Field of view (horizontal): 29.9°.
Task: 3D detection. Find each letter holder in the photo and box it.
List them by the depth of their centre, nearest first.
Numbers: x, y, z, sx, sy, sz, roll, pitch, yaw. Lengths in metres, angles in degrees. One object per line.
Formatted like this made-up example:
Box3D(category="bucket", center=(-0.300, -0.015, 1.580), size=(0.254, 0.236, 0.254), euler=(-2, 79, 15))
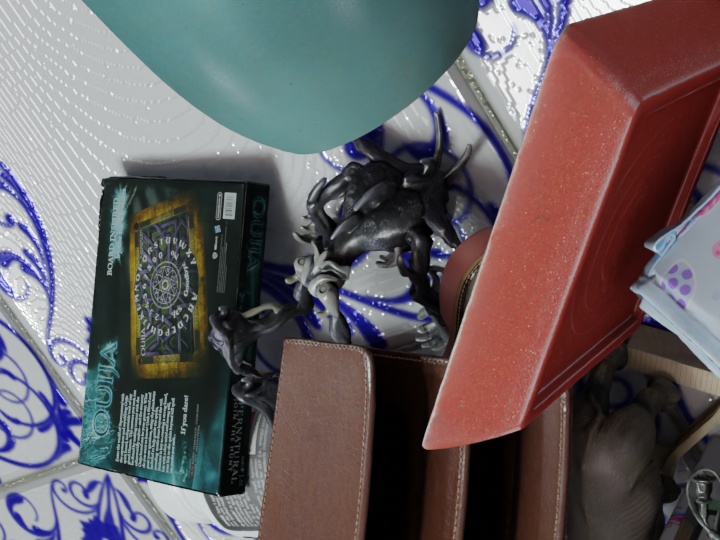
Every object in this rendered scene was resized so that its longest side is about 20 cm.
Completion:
Box3D(category="letter holder", center=(0.025, 0.144, 0.706), size=(0.142, 0.100, 0.202), euler=(3, 84, 53))

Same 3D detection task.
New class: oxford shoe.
Box3D(category="oxford shoe", center=(0.088, 0.067, 0.794), size=(0.075, 0.070, 0.201), euler=(51, 163, 38))

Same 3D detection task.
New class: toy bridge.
Box3D(category="toy bridge", center=(0.188, 0.053, 0.781), size=(0.067, 0.027, 0.201), euler=(15, 129, 23))

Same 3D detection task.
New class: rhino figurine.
Box3D(category="rhino figurine", center=(0.151, 0.146, 0.791), size=(0.059, 0.088, 0.201), euler=(8, 126, 28))

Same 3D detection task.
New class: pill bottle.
Box3D(category="pill bottle", center=(-0.045, 0.125, 0.921), size=(0.199, 0.116, 0.117), euler=(-6, 117, 35))

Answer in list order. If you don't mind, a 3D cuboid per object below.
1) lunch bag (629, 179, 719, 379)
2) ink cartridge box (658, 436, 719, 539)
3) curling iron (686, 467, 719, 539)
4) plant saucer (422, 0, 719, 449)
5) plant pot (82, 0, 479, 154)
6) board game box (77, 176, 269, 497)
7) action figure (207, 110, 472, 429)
Box3D(category="lunch bag", center=(0.244, 0.017, 0.609), size=(0.170, 0.127, 0.200), euler=(-44, 90, 4))
Box3D(category="ink cartridge box", center=(0.229, 0.194, 0.736), size=(0.144, 0.200, 0.085), euler=(14, 125, 24))
Box3D(category="curling iron", center=(0.231, 0.058, 0.691), size=(0.049, 0.025, 0.201), euler=(37, 104, 29))
Box3D(category="plant saucer", center=(0.115, -0.024, 0.625), size=(0.037, 0.200, 0.201), euler=(28, 118, 23))
Box3D(category="plant pot", center=(-0.034, -0.158, 0.670), size=(0.200, 0.201, 0.161), euler=(-15, 125, 39))
Box3D(category="board game box", center=(-0.126, 0.039, 0.898), size=(0.135, 0.028, 0.202), euler=(5, 90, 36))
Box3D(category="action figure", center=(0.000, 0.000, 0.815), size=(0.200, 0.102, 0.119), euler=(-45, 60, 6))
